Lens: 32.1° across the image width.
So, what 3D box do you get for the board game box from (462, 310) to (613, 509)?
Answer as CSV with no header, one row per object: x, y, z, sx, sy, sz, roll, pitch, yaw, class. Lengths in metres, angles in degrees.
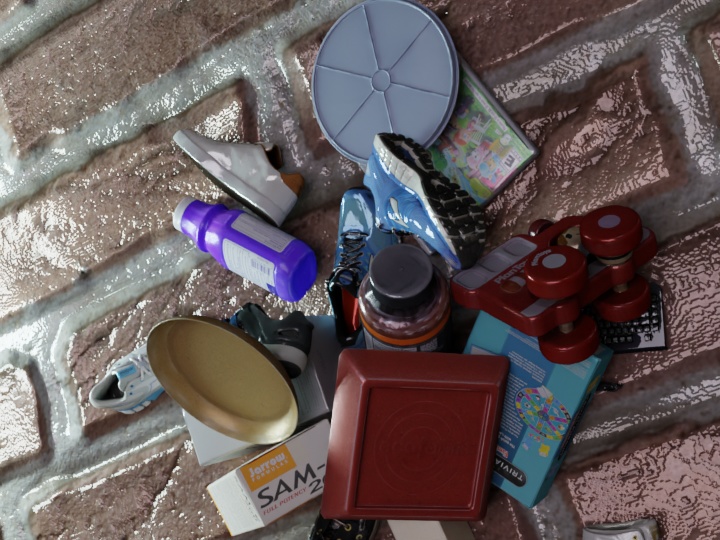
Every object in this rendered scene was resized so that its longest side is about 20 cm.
0.178,0.143,1.426,0.150,0.047,0.202,32,115,24,board game box

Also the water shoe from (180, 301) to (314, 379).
-0.139,0.079,1.472,0.197,0.072,0.080,6,62,29,water shoe

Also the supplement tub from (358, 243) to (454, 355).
0.053,0.056,1.415,0.105,0.201,0.108,-3,55,4,supplement tub

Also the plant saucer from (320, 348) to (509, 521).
0.064,0.191,1.382,0.196,0.037,0.203,4,105,-14,plant saucer

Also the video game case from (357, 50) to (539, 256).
0.088,-0.153,1.498,0.182,0.022,0.201,-44,73,21,video game case

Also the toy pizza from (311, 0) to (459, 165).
0.031,-0.225,1.498,0.197,0.032,0.204,0,90,28,toy pizza

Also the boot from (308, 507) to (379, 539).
-0.049,0.331,1.503,0.072,0.150,0.203,27,102,23,boot

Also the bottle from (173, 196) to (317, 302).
-0.148,-0.034,1.585,0.198,0.084,0.065,27,61,24,bottle

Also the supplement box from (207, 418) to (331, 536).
-0.098,0.249,1.482,0.125,0.200,0.074,-27,84,-21,supplement box

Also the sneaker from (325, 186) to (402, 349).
0.000,0.000,1.507,0.077,0.090,0.204,-3,89,26,sneaker

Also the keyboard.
0.249,0.084,1.424,0.197,0.021,0.129,-7,88,28,keyboard

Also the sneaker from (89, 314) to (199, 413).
-0.278,0.130,1.651,0.199,0.086,0.076,-39,73,20,sneaker

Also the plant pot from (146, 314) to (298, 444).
-0.153,0.120,1.429,0.197,0.028,0.202,19,138,17,plant pot

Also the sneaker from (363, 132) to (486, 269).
0.069,-0.066,1.422,0.201,0.078,0.090,53,130,35,sneaker

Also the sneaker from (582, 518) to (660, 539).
0.328,0.332,1.359,0.197,0.073,0.118,6,97,27,sneaker

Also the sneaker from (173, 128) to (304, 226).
-0.151,-0.138,1.603,0.199,0.073,0.085,35,82,23,sneaker

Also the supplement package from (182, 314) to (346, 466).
-0.110,0.147,1.547,0.198,0.119,0.123,-24,78,24,supplement package

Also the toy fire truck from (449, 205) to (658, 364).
0.215,-0.004,1.361,0.167,0.199,0.113,30,146,47,toy fire truck

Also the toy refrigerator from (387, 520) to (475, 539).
0.061,0.263,1.490,0.069,0.076,0.202,-30,78,23,toy refrigerator
